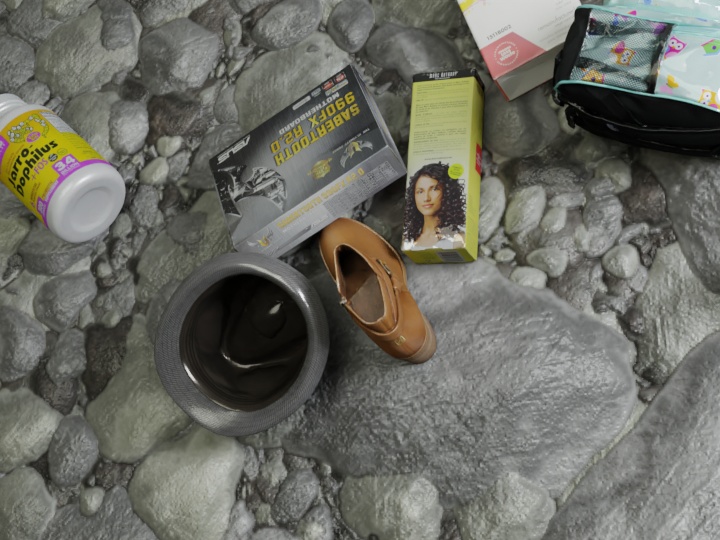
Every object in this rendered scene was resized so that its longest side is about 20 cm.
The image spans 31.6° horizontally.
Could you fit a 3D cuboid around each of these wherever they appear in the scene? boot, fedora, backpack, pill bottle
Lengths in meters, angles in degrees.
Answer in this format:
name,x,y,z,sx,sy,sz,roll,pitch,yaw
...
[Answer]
name,x,y,z,sx,sy,sz,roll,pitch,yaw
boot,0.000,0.000,1.289,0.074,0.155,0.200,-42,63,5
fedora,-0.112,0.067,1.334,0.176,0.090,0.201,39,112,5
backpack,0.303,-0.189,1.216,0.198,0.176,0.155,22,86,22
pill bottle,-0.375,-0.127,1.512,0.200,0.104,0.105,40,91,28

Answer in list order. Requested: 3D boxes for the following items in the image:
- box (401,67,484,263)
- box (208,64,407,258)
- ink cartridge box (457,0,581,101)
name,x,y,z,sx,sy,sz,roll,pitch,yaw
box,0.089,-0.111,1.347,0.074,0.050,0.202,-3,72,21
box,-0.061,-0.113,1.382,0.199,0.048,0.159,-32,43,11
ink cartridge box,0.162,-0.300,1.365,0.116,0.067,0.202,-27,67,13
